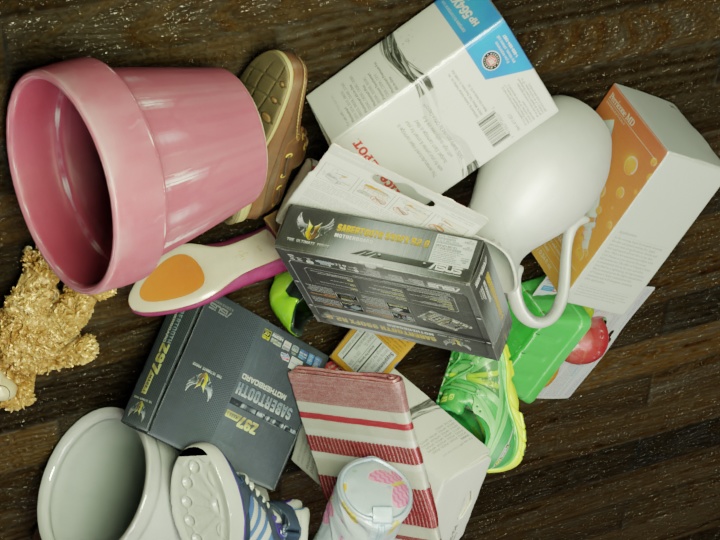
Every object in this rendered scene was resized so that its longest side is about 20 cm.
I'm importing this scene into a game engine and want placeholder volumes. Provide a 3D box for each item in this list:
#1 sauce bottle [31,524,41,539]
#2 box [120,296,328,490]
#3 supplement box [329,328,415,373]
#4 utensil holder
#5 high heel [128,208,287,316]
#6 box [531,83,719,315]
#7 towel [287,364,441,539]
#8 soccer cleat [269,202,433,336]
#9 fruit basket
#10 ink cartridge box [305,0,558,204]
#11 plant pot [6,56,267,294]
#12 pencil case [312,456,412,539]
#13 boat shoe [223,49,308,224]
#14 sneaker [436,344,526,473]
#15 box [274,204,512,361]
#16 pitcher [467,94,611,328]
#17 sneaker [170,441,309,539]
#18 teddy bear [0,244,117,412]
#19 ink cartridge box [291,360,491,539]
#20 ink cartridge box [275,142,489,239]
[{"bbox_3d":[-0.279,0.329,1.877,0.199,0.066,0.066,27,114,-40],"label":"sauce bottle"},{"bbox_3d":[-0.136,0.122,1.716,0.199,0.051,0.159,33,77,-43],"label":"box"},{"bbox_3d":[0.043,0.045,1.724,0.067,0.069,0.200,-45,177,-40],"label":"supplement box"},{"bbox_3d":[-0.215,0.255,1.770,0.170,0.171,0.199,-45,137,16],"label":"utensil holder"},{"bbox_3d":[-0.135,0.001,1.646,0.199,0.068,0.096,-33,161,-11],"label":"high heel"},{"bbox_3d":[0.273,-0.073,1.749,0.097,0.125,0.201,13,123,-35],"label":"box"},{"bbox_3d":[0.008,0.192,1.735,0.023,0.143,0.202,-40,124,-44],"label":"towel"},{"bbox_3d":[0.000,0.000,1.705,0.199,0.081,0.068,-31,137,1],"label":"soccer cleat"},{"bbox_3d":[0.226,0.075,1.911,0.199,0.094,0.186,0,132,-48],"label":"fruit basket"},{"bbox_3d":[0.068,-0.160,1.589,0.199,0.085,0.146,-34,138,6],"label":"ink cartridge box"},{"bbox_3d":[-0.187,-0.097,1.452,0.178,0.200,0.201,-18,138,-33],"label":"plant pot"},{"bbox_3d":[-0.010,0.286,1.730,0.082,0.091,0.201,16,130,-7],"label":"pencil case"},{"bbox_3d":[-0.085,-0.128,1.554,0.067,0.072,0.201,-10,142,-31],"label":"boat shoe"},{"bbox_3d":[0.122,0.123,1.809,0.083,0.202,0.074,-12,171,-28],"label":"sneaker"},{"bbox_3d":[0.034,0.012,1.564,0.198,0.049,0.159,11,156,22],"label":"box"},{"bbox_3d":[0.181,-0.060,1.663,0.172,0.121,0.200,49,65,-23],"label":"pitcher"},{"bbox_3d":[-0.116,0.248,1.713,0.146,0.080,0.202,-35,115,-55],"label":"sneaker"},{"bbox_3d":[-0.320,0.059,1.603,0.199,0.067,0.145,-37,134,8],"label":"teddy bear"},{"bbox_3d":[0.030,0.203,1.815,0.083,0.200,0.148,-25,143,-41],"label":"ink cartridge box"},{"bbox_3d":[0.022,-0.063,1.530,0.160,0.050,0.200,24,155,-8],"label":"ink cartridge box"}]
